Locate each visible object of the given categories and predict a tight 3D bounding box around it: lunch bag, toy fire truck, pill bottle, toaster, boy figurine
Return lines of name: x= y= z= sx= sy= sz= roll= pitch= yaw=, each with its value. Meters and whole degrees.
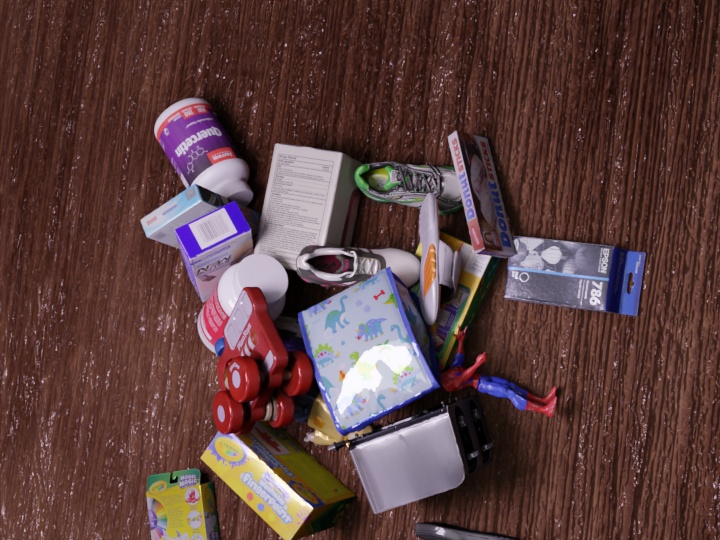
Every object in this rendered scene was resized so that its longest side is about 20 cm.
lunch bag: x=0.020 y=0.126 z=1.464 sx=0.170 sy=0.127 sz=0.200 roll=-29 pitch=50 yaw=14
toy fire truck: x=-0.167 y=0.144 z=1.493 sx=0.168 sy=0.112 sz=0.200 roll=63 pitch=140 yaw=33
pill bottle: x=-0.267 y=-0.193 z=1.714 sx=0.112 sy=0.112 sz=0.200 roll=-38 pitch=72 yaw=15
toaster: x=0.087 y=0.271 z=1.476 sx=0.199 sy=0.181 sz=0.119 roll=-23 pitch=81 yaw=19
pill bottle: x=-0.188 y=0.055 z=1.605 sx=0.113 sy=0.112 sz=0.200 roll=63 pitch=148 yaw=16
boy figurine: x=-0.056 y=0.243 z=1.594 sx=0.200 sy=0.064 sz=0.125 roll=32 pitch=127 yaw=7

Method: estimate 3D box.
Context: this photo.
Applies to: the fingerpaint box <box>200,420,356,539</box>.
fingerpaint box: x=-0.129 y=0.330 z=1.573 sx=0.200 sy=0.167 sz=0.073 roll=38 pitch=100 yaw=21

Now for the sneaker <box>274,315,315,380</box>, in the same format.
sneaker: x=-0.071 y=0.152 z=1.624 sx=0.200 sy=0.069 sz=0.100 roll=23 pitch=98 yaw=30

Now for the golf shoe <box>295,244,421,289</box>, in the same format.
golf shoe: x=0.000 y=0.000 z=1.511 sx=0.199 sy=0.088 sz=0.078 roll=2 pitch=88 yaw=-1

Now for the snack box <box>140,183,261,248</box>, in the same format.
snack box: x=-0.258 y=-0.076 z=1.650 sx=0.116 sy=0.200 sz=0.037 roll=-31 pitch=68 yaw=17

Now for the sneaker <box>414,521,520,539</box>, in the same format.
sneaker: x=0.172 y=0.446 z=1.490 sx=0.199 sy=0.060 sz=0.105 roll=5 pitch=82 yaw=20

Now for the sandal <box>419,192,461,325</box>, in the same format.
sandal: x=0.125 y=-0.021 z=1.488 sx=0.059 sy=0.079 sz=0.208 roll=5 pitch=70 yaw=-10

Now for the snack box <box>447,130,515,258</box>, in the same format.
snack box: x=0.185 y=-0.117 z=1.518 sx=0.024 sy=0.072 sz=0.201 roll=-31 pitch=62 yaw=43

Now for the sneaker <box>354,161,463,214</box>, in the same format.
sneaker: x=0.082 y=-0.133 z=1.574 sx=0.199 sy=0.085 sz=0.078 roll=3 pitch=86 yaw=23

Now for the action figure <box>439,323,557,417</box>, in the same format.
action figure: x=0.197 y=0.146 z=1.475 sx=0.199 sy=0.065 sz=0.099 roll=11 pitch=104 yaw=6

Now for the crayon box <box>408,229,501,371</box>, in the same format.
crayon box: x=0.125 y=0.044 z=1.552 sx=0.118 sy=0.058 sz=0.201 roll=25 pitch=95 yaw=24

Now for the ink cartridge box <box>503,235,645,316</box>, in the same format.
ink cartridge box: x=0.319 y=0.007 z=1.485 sx=0.199 sy=0.039 sz=0.100 roll=6 pitch=86 yaw=23

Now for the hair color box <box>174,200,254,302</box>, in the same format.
hair color box: x=-0.233 y=-0.027 z=1.622 sx=0.109 sy=0.200 sz=0.065 roll=-27 pitch=74 yaw=-12

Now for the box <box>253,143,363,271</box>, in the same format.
box: x=-0.083 y=-0.095 z=1.627 sx=0.127 sy=0.109 sz=0.201 roll=11 pitch=89 yaw=24

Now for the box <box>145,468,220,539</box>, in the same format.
box: x=-0.303 y=0.445 z=1.701 sx=0.117 sy=0.048 sz=0.201 roll=-12 pitch=83 yaw=22
